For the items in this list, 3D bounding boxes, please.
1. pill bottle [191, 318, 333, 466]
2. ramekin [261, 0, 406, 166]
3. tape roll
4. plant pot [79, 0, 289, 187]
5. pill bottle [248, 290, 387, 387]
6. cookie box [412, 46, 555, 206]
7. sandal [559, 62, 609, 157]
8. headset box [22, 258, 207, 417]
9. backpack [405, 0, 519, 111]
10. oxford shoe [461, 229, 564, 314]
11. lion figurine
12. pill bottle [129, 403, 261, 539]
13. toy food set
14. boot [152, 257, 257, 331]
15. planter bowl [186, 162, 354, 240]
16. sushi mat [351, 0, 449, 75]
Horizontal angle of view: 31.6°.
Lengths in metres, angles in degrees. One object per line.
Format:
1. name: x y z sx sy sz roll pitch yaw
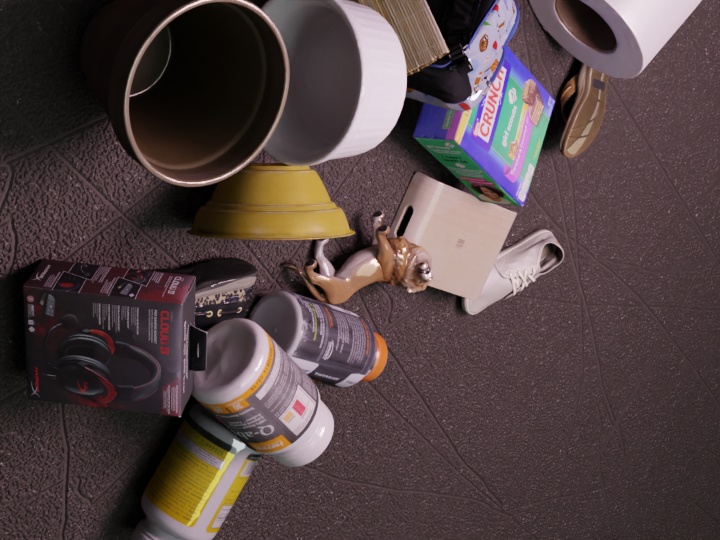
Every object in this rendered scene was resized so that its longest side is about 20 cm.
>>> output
1. pill bottle: -0.120 0.156 1.568 0.116 0.116 0.200 -49 134 -10
2. ramekin: -0.041 -0.222 1.473 0.098 0.200 0.201 -6 117 -49
3. tape roll: 0.346 -0.381 1.734 0.139 0.203 0.203 -49 137 -9
4. plant pot: -0.203 -0.212 1.339 0.200 0.173 0.201 -22 127 -32
5. pill bottle: -0.051 0.098 1.709 0.200 0.106 0.107 20 99 -47
6. cookie box: 0.171 -0.207 1.729 0.200 0.075 0.172 35 68 -48
7. sandal: 0.330 -0.265 1.901 0.080 0.054 0.201 15 88 -52
8. headset box: -0.270 0.077 1.433 0.199 0.075 0.149 7 116 2
9. backpack: 0.105 -0.302 1.573 0.191 0.200 0.154 -57 149 -15
10. oxford shoe: 0.237 0.004 1.961 0.200 0.058 0.075 -33 135 -22
11. lion figurine: 0.000 0.000 1.720 0.199 0.073 0.123 -20 127 -7
12. pill bottle: -0.217 0.284 1.658 0.111 0.111 0.200 28 92 -47
13. toy food set: 0.126 -0.048 1.835 0.200 0.060 0.144 18 101 -38
14. boot: -0.221 0.075 1.565 0.203 0.073 0.154 -14 125 -36
15. planter bowl: -0.106 -0.085 1.507 0.200 0.200 0.084 -5 98 -41
16. sushi mat: 0.026 -0.323 1.476 0.012 0.096 0.201 -28 93 -52
